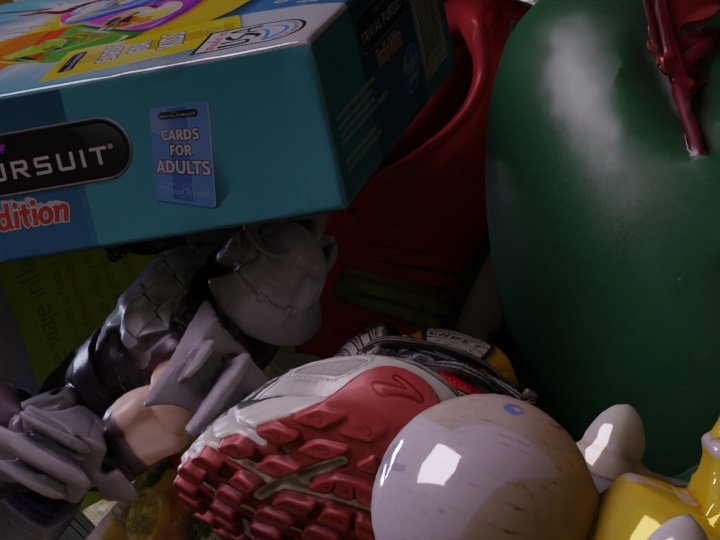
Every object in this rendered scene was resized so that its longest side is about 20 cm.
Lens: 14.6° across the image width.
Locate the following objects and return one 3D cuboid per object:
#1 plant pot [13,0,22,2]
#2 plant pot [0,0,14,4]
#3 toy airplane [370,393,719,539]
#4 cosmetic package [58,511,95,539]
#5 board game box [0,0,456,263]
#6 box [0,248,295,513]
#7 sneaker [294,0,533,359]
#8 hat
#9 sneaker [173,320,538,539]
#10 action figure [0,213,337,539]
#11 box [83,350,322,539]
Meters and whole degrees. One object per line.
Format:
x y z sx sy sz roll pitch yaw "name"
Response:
-0.028 -0.150 0.941 0.183 0.200 0.201 -37 22 44 "plant pot"
-0.140 -0.053 1.087 0.186 0.200 0.187 -38 24 20 "plant pot"
0.052 0.088 0.557 0.199 0.141 0.200 -51 3 -39 "toy airplane"
-0.148 0.103 1.025 0.083 0.051 0.200 -45 21 -9 "cosmetic package"
-0.086 -0.044 0.788 0.199 0.047 0.151 -9 15 15 "board game box"
-0.118 0.025 0.897 0.200 0.122 0.048 -30 33 -21 "box"
0.000 0.000 0.879 0.200 0.085 0.077 -57 23 -8 "sneaker"
0.050 -0.057 0.768 0.165 0.176 0.200 -23 31 44 "hat"
0.004 0.044 0.715 0.082 0.078 0.200 -62 -3 -11 "sneaker"
-0.077 0.034 0.783 0.200 0.069 0.130 -36 4 35 "action figure"
-0.073 0.107 0.842 0.200 0.041 0.039 -49 61 16 "box"
